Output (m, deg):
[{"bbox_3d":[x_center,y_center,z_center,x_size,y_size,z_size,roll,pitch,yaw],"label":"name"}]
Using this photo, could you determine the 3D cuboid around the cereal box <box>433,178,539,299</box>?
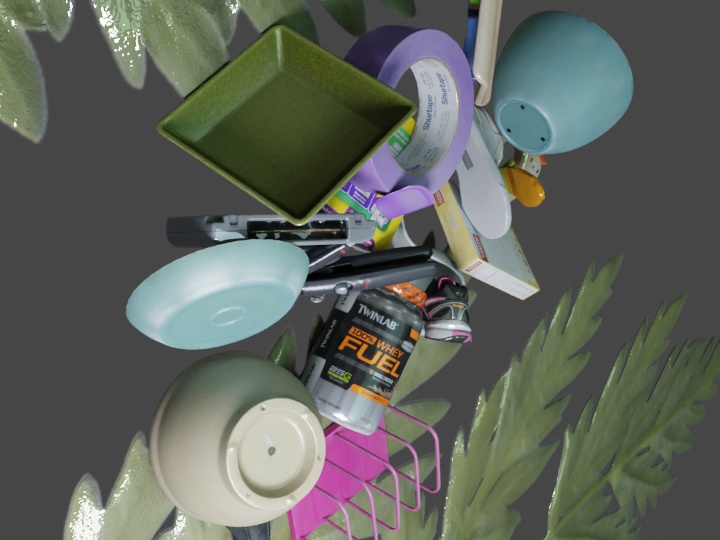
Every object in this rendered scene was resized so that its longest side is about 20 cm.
[{"bbox_3d":[0.184,-0.044,1.327,0.039,0.145,0.199,-33,149,25],"label":"cereal box"}]

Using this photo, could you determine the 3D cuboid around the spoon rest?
[{"bbox_3d":[0.081,-0.027,1.248,0.061,0.099,0.201,-57,131,-38],"label":"spoon rest"}]

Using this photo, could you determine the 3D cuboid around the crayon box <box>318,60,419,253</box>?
[{"bbox_3d":[-0.005,-0.135,1.117,0.200,0.058,0.174,35,77,-50],"label":"crayon box"}]

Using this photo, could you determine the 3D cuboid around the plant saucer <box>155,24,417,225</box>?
[{"bbox_3d":[-0.074,-0.147,0.942,0.200,0.199,0.048,-47,160,-25],"label":"plant saucer"}]

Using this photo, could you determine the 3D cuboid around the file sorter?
[{"bbox_3d":[0.007,0.298,1.261,0.200,0.125,0.140,-33,129,-37],"label":"file sorter"}]

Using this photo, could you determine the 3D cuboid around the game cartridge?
[{"bbox_3d":[-0.100,-0.044,0.973,0.199,0.133,0.042,-3,89,-35],"label":"game cartridge"}]

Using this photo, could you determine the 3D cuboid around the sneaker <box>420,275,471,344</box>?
[{"bbox_3d":[0.112,0.051,1.241,0.080,0.200,0.087,9,88,-17],"label":"sneaker"}]

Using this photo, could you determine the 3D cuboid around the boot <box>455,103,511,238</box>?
[{"bbox_3d":[0.180,-0.147,1.268,0.095,0.073,0.201,-17,86,-49],"label":"boot"}]

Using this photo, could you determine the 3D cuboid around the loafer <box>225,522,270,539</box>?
[{"bbox_3d":[-0.158,0.287,1.112,0.070,0.068,0.202,-20,115,-35],"label":"loafer"}]

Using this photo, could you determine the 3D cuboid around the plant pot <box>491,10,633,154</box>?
[{"bbox_3d":[0.265,-0.244,1.272,0.135,0.199,0.201,-49,137,-28],"label":"plant pot"}]

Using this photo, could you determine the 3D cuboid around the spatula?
[{"bbox_3d":[-0.005,-0.043,1.058,0.199,0.021,0.057,-34,149,7],"label":"spatula"}]

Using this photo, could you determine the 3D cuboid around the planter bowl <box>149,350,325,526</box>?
[{"bbox_3d":[-0.121,0.196,1.004,0.199,0.134,0.202,0,89,-30],"label":"planter bowl"}]

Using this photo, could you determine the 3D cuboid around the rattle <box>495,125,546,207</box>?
[{"bbox_3d":[0.275,-0.165,1.379,0.199,0.142,0.131,-8,94,-42],"label":"rattle"}]

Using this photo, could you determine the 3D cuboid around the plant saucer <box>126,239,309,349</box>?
[{"bbox_3d":[-0.143,0.035,0.941,0.199,0.036,0.200,-19,157,-8],"label":"plant saucer"}]

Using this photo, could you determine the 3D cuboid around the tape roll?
[{"bbox_3d":[0.052,-0.187,1.067,0.199,0.065,0.202,-21,118,-44],"label":"tape roll"}]

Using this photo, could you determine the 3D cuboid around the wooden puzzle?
[{"bbox_3d":[0.159,-0.324,1.183,0.200,0.046,0.187,-9,105,-81],"label":"wooden puzzle"}]

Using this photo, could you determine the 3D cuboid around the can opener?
[{"bbox_3d":[0.000,0.000,1.113,0.198,0.064,0.079,-1,143,-9],"label":"can opener"}]

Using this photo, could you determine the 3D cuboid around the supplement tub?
[{"bbox_3d":[0.004,0.103,1.177,0.122,0.122,0.201,33,80,-51],"label":"supplement tub"}]
